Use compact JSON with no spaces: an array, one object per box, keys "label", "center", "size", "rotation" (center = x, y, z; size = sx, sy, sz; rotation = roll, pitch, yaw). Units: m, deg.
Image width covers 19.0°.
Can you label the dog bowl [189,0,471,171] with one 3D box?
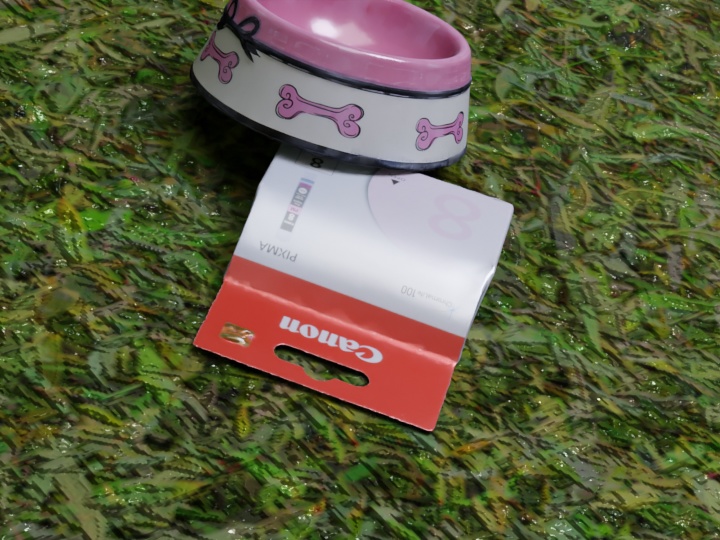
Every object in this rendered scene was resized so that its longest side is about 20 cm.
[{"label":"dog bowl","center":[-0.013,-0.143,1.477],"size":[0.200,0.074,0.200],"rotation":[15,22,-6]}]

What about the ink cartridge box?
[{"label":"ink cartridge box","center":[0.000,0.000,1.366],"size":[0.162,0.057,0.200],"rotation":[19,33,3]}]
